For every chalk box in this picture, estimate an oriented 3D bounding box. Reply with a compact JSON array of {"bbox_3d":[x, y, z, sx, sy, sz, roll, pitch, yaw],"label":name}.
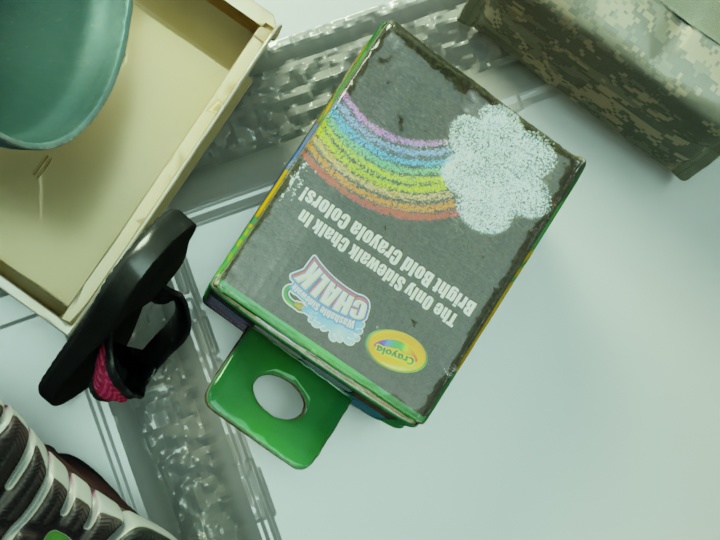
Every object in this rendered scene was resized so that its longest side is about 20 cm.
[{"bbox_3d":[0.000,0.000,0.829,0.124,0.124,0.201,35,83,-4],"label":"chalk box"}]

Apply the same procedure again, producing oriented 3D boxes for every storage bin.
[{"bbox_3d":[-0.172,-0.104,0.837,0.199,0.094,0.199,34,82,-3],"label":"storage bin"}]

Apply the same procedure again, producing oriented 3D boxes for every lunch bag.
[{"bbox_3d":[0.178,-0.180,0.877,0.163,0.118,0.201,35,76,-2],"label":"lunch bag"}]

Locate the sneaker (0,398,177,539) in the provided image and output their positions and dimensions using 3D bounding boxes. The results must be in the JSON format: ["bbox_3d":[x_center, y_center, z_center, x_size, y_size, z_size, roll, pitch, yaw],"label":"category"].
[{"bbox_3d":[-0.179,0.105,0.801,0.076,0.115,0.200,-50,120,-8],"label":"sneaker"}]

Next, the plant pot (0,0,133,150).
[{"bbox_3d":[-0.203,-0.150,0.709,0.133,0.200,0.203,-2,85,19],"label":"plant pot"}]

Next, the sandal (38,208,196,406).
[{"bbox_3d":[-0.109,0.031,0.780,0.045,0.200,0.075,39,65,-3],"label":"sandal"}]
